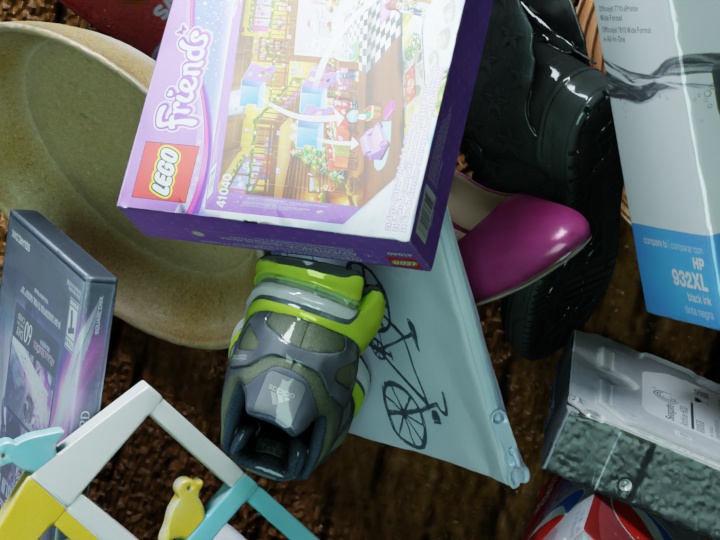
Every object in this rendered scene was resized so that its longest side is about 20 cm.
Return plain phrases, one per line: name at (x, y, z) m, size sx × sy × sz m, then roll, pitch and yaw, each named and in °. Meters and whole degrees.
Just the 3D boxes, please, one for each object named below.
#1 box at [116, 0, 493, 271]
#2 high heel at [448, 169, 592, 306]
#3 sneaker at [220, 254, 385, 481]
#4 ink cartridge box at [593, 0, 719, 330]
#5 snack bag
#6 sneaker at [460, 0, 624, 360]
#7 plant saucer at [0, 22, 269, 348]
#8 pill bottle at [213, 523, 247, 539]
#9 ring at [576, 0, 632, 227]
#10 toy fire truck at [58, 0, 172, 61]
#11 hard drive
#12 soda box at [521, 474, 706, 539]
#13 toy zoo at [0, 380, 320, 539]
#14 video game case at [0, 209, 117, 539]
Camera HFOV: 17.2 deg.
box at (-0.015, -0.105, 1.038) m, size 0.136 × 0.039 × 0.201 m, roll 8°, pitch 72°, yaw 20°
high heel at (0.031, -0.035, 1.130) m, size 0.200 × 0.067 × 0.096 m, roll -8°, pitch 113°, yaw 57°
sneaker at (-0.038, 0.060, 1.096) m, size 0.074 × 0.200 × 0.081 m, roll 19°, pitch 69°, yaw 5°
ink cartridge box at (0.193, -0.088, 1.083) m, size 0.145 × 0.084 × 0.201 m, roll -14°, pitch 100°, yaw -16°
snack bag at (0.000, 0.000, 1.135) m, size 0.021 × 0.200 × 0.189 m, roll -26°, pitch 111°, yaw -28°
sneaker at (0.079, -0.060, 1.169) m, size 0.104 × 0.060 × 0.200 m, roll 41°, pitch 139°, yaw 34°
plant saucer at (-0.116, -0.049, 1.169) m, size 0.200 × 0.035 × 0.201 m, roll 29°, pitch 147°, yaw 21°
pill bottle at (-0.106, 0.223, 1.155) m, size 0.200 × 0.112 × 0.113 m, roll -43°, pitch 91°, yaw -7°
ring at (0.200, -0.095, 1.161) m, size 0.199 × 0.019 × 0.201 m, roll 2°, pitch 101°, yaw 10°
toy fire truck at (-0.077, -0.194, 1.160) m, size 0.168 × 0.112 × 0.200 m, roll 35°, pitch 108°, yaw -23°
hard drive at (0.185, 0.095, 1.134) m, size 0.199 × 0.140 × 0.038 m, roll 22°, pitch 105°, yaw 2°
soda box at (0.118, 0.134, 1.130) m, size 0.070 × 0.200 × 0.063 m, roll 43°, pitch 106°, yaw 0°
toy zoo at (-0.091, 0.144, 1.083) m, size 0.200 × 0.020 × 0.131 m, roll 43°, pitch 85°, yaw -13°
video game case at (-0.157, 0.083, 1.148) m, size 0.019 × 0.143 × 0.201 m, roll 5°, pitch 102°, yaw -24°
